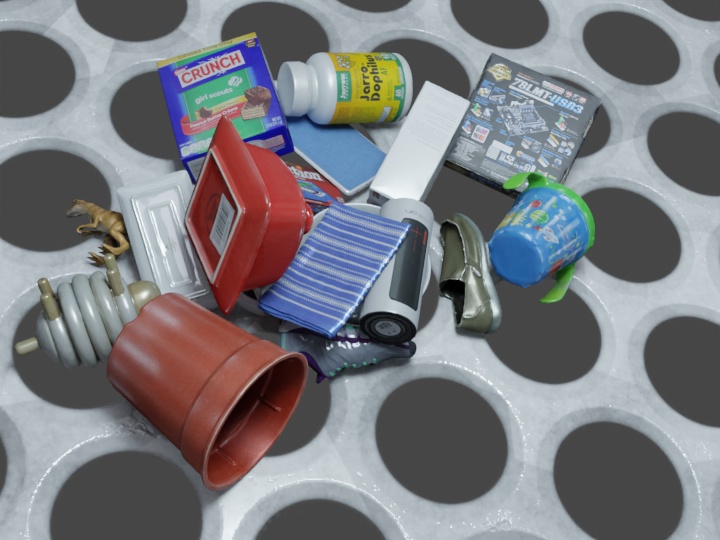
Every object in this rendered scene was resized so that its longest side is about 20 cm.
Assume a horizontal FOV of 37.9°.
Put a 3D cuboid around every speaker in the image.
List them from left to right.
[{"bbox_3d":[0.052,-0.002,1.454,0.081,0.081,0.201,13,54,-2],"label":"speaker"}]

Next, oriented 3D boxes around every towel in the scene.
[{"bbox_3d":[-0.038,-0.005,1.431,0.144,0.024,0.200,19,64,37],"label":"towel"}]

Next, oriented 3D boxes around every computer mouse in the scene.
[{"bbox_3d":[-0.186,-0.020,1.495,0.044,0.110,0.201,-22,71,-6],"label":"computer mouse"}]

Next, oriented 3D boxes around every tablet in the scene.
[{"bbox_3d":[-0.051,-0.202,1.672,0.200,0.014,0.130,40,47,17],"label":"tablet"}]

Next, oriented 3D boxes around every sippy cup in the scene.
[{"bbox_3d":[0.259,-0.045,1.554,0.178,0.140,0.130,45,46,8],"label":"sippy cup"}]

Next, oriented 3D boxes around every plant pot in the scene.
[{"bbox_3d":[-0.203,0.140,1.335,0.195,0.201,0.201,32,56,21],"label":"plant pot"}]

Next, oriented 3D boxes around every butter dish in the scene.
[{"bbox_3d":[-0.131,-0.071,1.381,0.147,0.201,0.200,1,43,-32],"label":"butter dish"}]

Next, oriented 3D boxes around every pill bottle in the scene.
[{"bbox_3d":[-0.027,-0.291,1.673,0.199,0.113,0.113,-5,58,-24],"label":"pill bottle"}]

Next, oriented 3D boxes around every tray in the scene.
[{"bbox_3d":[-0.266,-0.035,1.470,0.107,0.022,0.201,-17,86,-9],"label":"tray"}]

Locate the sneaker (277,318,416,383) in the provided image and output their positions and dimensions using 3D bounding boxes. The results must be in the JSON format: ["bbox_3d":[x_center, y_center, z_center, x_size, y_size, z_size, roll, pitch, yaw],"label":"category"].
[{"bbox_3d":[-0.023,0.119,1.463,0.199,0.074,0.088,11,86,-10],"label":"sneaker"}]

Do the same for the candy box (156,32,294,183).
[{"bbox_3d":[-0.210,-0.255,1.626,0.168,0.077,0.201,-18,59,-2],"label":"candy box"}]

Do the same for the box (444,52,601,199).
[{"bbox_3d":[0.258,-0.223,1.691,0.199,0.050,0.199,25,80,8],"label":"box"}]

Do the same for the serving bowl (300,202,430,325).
[{"bbox_3d":[0.000,0.000,1.530,0.199,0.066,0.201,5,57,-7],"label":"serving bowl"}]

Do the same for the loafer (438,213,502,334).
[{"bbox_3d":[0.151,0.002,1.553,0.069,0.075,0.201,-5,58,-19],"label":"loafer"}]

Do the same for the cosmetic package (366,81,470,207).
[{"bbox_3d":[0.086,-0.172,1.601,0.081,0.113,0.201,25,76,5],"label":"cosmetic package"}]

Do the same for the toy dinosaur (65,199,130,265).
[{"bbox_3d":[-0.337,-0.055,1.503,0.199,0.061,0.107,21,54,2],"label":"toy dinosaur"}]

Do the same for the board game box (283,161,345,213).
[{"bbox_3d":[-0.119,-0.131,1.561,0.199,0.020,0.103,10,34,-32],"label":"board game box"}]

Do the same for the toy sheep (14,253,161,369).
[{"bbox_3d":[-0.358,0.064,1.380,0.199,0.138,0.138,-19,62,-8],"label":"toy sheep"}]
